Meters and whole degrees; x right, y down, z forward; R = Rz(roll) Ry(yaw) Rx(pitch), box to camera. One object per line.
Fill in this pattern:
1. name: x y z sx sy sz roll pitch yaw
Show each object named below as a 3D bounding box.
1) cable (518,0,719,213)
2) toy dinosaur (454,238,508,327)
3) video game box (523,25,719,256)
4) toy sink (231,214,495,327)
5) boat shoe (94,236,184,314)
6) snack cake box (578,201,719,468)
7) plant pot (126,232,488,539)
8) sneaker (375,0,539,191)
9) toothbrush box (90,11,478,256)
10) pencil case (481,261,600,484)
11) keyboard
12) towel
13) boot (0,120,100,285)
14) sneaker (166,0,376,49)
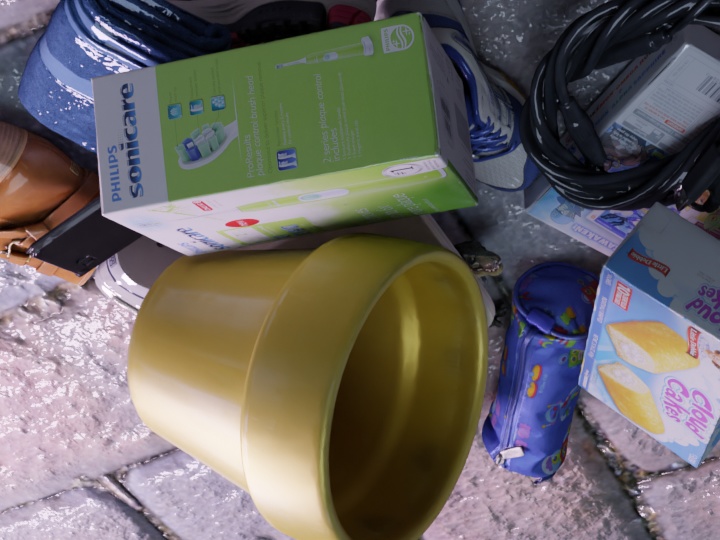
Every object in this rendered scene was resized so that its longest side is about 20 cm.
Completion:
1. cable: 0.195 -0.119 0.939 0.161 0.051 0.201 15 138 -4
2. toy dinosaur: 0.062 0.037 1.161 0.088 0.048 0.200 33 132 -23
3. video game box: 0.250 -0.070 1.041 0.199 0.047 0.182 26 128 -21
4. toy sink: 0.000 0.000 1.054 0.199 0.112 0.131 -30 107 32
5. boat shoe: -0.118 0.032 1.144 0.198 0.073 0.066 21 147 -24
6. snack cake box: 0.229 0.051 1.029 0.115 0.067 0.201 36 159 20
7. plant pot: -0.043 0.066 0.936 0.187 0.201 0.202 13 143 31
8. sneaker: 0.065 -0.109 0.981 0.075 0.089 0.200 -24 131 22
9. toothbrush box: -0.040 -0.075 0.856 0.197 0.087 0.146 -8 170 11
10. pencil case: 0.148 0.088 1.177 0.078 0.087 0.201 29 138 21
11. keyboard: -0.136 -0.056 1.038 0.199 0.021 0.127 -32 159 11
12. towel: -0.160 -0.126 0.939 0.111 0.049 0.200 24 161 -17
13. boot: -0.280 -0.025 1.093 0.154 0.074 0.200 27 133 -28
14. sneaker: -0.078 -0.172 0.937 0.198 0.076 0.081 3 158 22
